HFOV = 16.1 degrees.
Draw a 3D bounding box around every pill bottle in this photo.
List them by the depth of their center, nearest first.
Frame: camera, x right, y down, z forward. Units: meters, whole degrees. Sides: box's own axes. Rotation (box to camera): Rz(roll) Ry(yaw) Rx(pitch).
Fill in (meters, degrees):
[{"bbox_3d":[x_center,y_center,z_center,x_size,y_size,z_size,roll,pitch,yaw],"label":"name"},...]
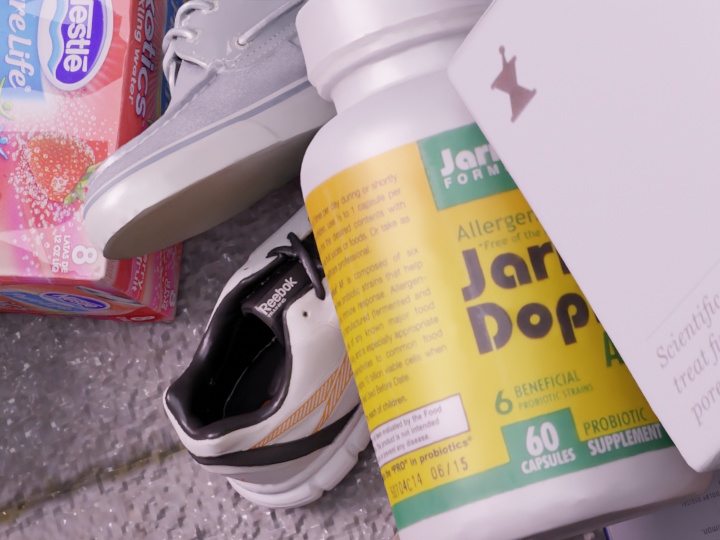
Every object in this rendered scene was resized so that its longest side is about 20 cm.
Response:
[{"bbox_3d":[0.043,-0.005,0.886,0.113,0.113,0.200,-17,81,10],"label":"pill bottle"}]

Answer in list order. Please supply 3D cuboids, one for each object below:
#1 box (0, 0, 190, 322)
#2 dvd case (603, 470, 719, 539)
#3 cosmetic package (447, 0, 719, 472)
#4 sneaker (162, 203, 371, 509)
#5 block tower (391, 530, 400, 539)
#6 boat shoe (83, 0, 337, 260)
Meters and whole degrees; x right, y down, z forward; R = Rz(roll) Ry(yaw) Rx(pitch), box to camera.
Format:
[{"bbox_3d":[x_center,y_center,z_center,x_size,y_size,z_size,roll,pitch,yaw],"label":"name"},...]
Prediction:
[{"bbox_3d":[-0.121,-0.085,1.008,0.095,0.103,0.200,3,79,12],"label":"box"},{"bbox_3d":[0.155,0.047,0.960,0.150,0.025,0.200,-18,77,9],"label":"dvd case"},{"bbox_3d":[0.172,-0.059,0.796,0.165,0.200,0.165,59,135,24],"label":"cosmetic package"},{"bbox_3d":[0.000,0.000,0.965,0.074,0.080,0.200,32,91,32],"label":"sneaker"},{"bbox_3d":[0.083,0.158,0.924,0.200,0.054,0.058,40,111,22],"label":"block tower"},{"bbox_3d":[-0.039,-0.074,0.964,0.201,0.070,0.072,-35,81,-34],"label":"boat shoe"}]
